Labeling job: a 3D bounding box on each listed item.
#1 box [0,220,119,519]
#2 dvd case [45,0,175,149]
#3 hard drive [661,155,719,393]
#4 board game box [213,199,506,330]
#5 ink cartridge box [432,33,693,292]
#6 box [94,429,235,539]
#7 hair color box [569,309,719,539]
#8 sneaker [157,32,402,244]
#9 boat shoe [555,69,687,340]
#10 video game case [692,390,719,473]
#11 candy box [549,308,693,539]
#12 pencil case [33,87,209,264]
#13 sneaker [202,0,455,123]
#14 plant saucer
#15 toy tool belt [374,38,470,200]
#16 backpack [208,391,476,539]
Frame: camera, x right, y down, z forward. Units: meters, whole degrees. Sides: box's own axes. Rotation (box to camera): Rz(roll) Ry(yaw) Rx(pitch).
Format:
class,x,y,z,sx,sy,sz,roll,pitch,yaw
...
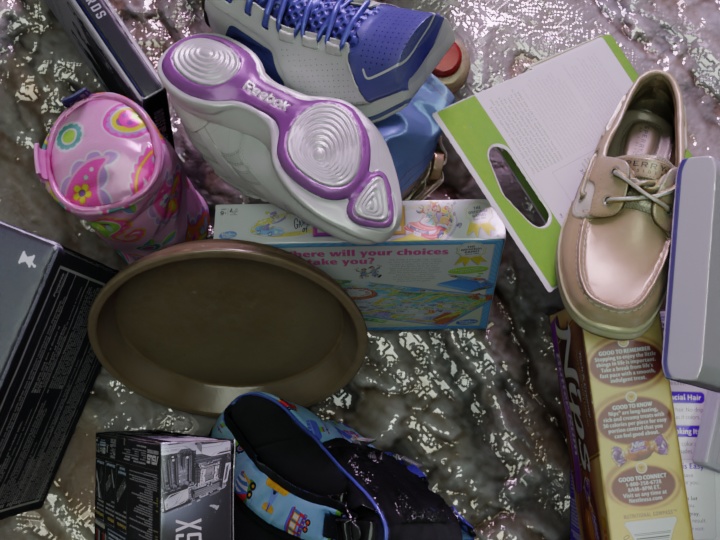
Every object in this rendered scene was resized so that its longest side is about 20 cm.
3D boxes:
class,x,y,z,sx,sy,sz,roll,pitch,yaw
box,-0.271,0.065,0.702,0.123,0.198,0.200,21,83,3
dvd case,-0.205,-0.185,0.755,0.025,0.150,0.200,-32,84,-13
hard drive,0.255,0.017,0.652,0.025,0.200,0.132,-1,78,42
board game box,0.000,0.000,0.738,0.199,0.135,0.034,-1,60,0
ink cartridge box,0.141,-0.071,0.729,0.200,0.076,0.148,-28,82,-34
box,-0.140,0.192,0.686,0.050,0.200,0.158,2,82,-26
hair color box,0.217,0.130,0.758,0.109,0.065,0.201,1,85,1
sneaker,-0.049,-0.079,0.667,0.200,0.100,0.075,40,68,21
boat shoe,0.171,-0.047,0.633,0.072,0.065,0.200,16,53,10
video game case,0.349,0.104,0.747,0.200,0.018,0.144,20,78,-15
candy box,0.174,0.120,0.670,0.056,0.117,0.201,-8,83,1
pencil case,-0.163,-0.055,0.714,0.087,0.200,0.088,0,78,2
sneaker,-0.046,-0.165,0.672,0.199,0.115,0.081,13,62,45
plant saucer,-0.094,0.043,0.722,0.199,0.200,0.030,-1,50,0
toy tool belt,0.018,-0.113,0.758,0.125,0.123,0.200,41,85,5
backpack,-0.038,0.190,0.709,0.200,0.134,0.183,38,108,44
